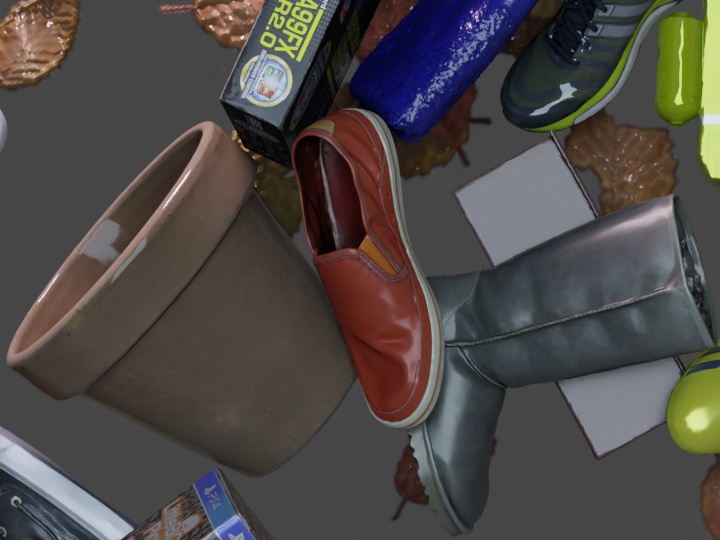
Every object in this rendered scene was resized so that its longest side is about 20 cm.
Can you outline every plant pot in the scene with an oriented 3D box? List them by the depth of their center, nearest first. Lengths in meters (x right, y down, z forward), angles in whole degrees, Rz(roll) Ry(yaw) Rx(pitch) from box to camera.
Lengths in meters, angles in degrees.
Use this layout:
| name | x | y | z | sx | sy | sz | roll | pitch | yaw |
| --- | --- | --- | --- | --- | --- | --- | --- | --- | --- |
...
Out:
| name | x | y | z | sx | sy | sz | roll | pitch | yaw |
| --- | --- | --- | --- | --- | --- | --- | --- | --- | --- |
| plant pot | -0.097 | 0.037 | 1.647 | 0.175 | 0.200 | 0.200 | 42 | 87 | -12 |

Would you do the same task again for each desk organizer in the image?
| name | x | y | z | sx | sy | sz | roll | pitch | yaw |
| --- | --- | --- | --- | --- | --- | --- | --- | --- | --- |
| desk organizer | 0.139 | 0.018 | 1.684 | 0.077 | 0.072 | 0.201 | -29 | 84 | 2 |

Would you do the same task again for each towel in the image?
| name | x | y | z | sx | sy | sz | roll | pitch | yaw |
| --- | --- | --- | --- | --- | --- | --- | --- | --- | --- |
| towel | 0.072 | -0.172 | 1.665 | 0.049 | 0.148 | 0.200 | 40 | 89 | -10 |

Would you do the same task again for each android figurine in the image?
| name | x | y | z | sx | sy | sz | roll | pitch | yaw |
| --- | --- | --- | --- | --- | --- | --- | --- | --- | --- |
| android figurine | 0.282 | -0.121 | 1.707 | 0.181 | 0.041 | 0.201 | 5 | 83 | 3 |

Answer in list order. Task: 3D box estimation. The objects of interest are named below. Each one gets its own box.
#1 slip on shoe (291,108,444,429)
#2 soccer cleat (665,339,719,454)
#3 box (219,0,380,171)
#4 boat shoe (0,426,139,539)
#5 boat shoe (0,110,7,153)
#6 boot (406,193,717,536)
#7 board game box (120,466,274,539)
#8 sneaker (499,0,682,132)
| name | x | y | z | sx | sy | sz | roll | pitch | yaw |
| --- | --- | --- | --- | --- | --- | --- | --- | --- | --- |
| slip on shoe | 0.000 | 0.000 | 1.596 | 0.074 | 0.061 | 0.201 | -16 | 85 | 42 |
| soccer cleat | 0.278 | 0.055 | 1.624 | 0.199 | 0.084 | 0.065 | -23 | 90 | -23 |
| box | -0.029 | -0.154 | 1.641 | 0.044 | 0.200 | 0.161 | 24 | 85 | 4 |
| boat shoe | -0.208 | 0.160 | 1.690 | 0.200 | 0.070 | 0.066 | 36 | 85 | -2 |
| boat shoe | -0.333 | -0.111 | 1.704 | 0.199 | 0.091 | 0.071 | 15 | 85 | 4 |
| boot | 0.124 | 0.060 | 1.619 | 0.199 | 0.073 | 0.183 | -12 | 91 | 11 |
| board game box | -0.116 | 0.253 | 1.631 | 0.200 | 0.097 | 0.160 | -36 | 108 | -2 |
| sneaker | 0.154 | -0.178 | 1.682 | 0.074 | 0.081 | 0.200 | 41 | 94 | 34 |
